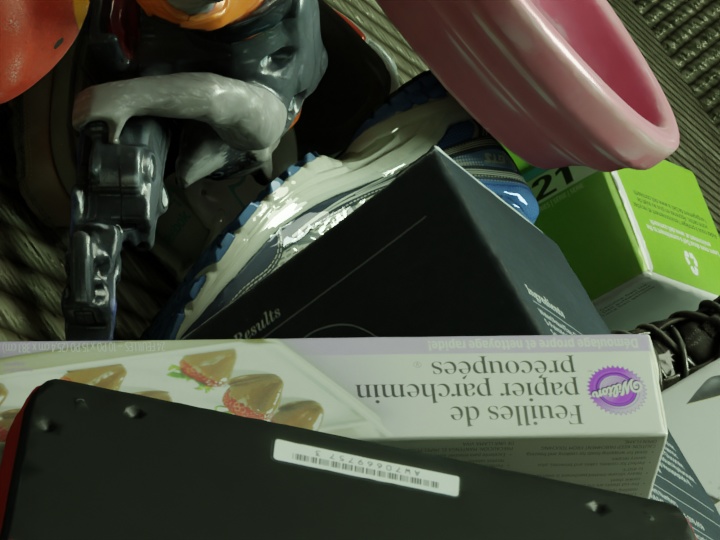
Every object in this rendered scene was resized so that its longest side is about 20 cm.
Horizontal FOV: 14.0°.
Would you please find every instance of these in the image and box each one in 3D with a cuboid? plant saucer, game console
[{"bbox_3d":[0.045,-0.113,1.139,0.201,0.051,0.201,47,15,-17],"label":"plant saucer"},{"bbox_3d":[-0.004,0.106,0.766,0.199,0.031,0.177,12,34,-5],"label":"game console"}]

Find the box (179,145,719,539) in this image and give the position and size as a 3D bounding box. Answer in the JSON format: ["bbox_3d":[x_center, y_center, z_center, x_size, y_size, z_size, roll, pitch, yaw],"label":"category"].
[{"bbox_3d":[0.031,0.091,0.968,0.107,0.148,0.201,33,25,-59],"label":"box"}]

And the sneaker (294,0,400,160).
[{"bbox_3d":[-0.072,-0.115,1.232,0.200,0.077,0.082,36,-8,16],"label":"sneaker"}]

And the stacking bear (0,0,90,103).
[{"bbox_3d":[-0.140,-0.130,1.025,0.201,0.113,0.122,-100,-169,-51],"label":"stacking bear"}]

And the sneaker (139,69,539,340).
[{"bbox_3d":[0.000,0.000,1.081,0.085,0.077,0.200,47,51,5],"label":"sneaker"}]

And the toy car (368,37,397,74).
[{"bbox_3d":[-0.043,-0.177,1.379,0.201,0.157,0.164,59,-11,-16],"label":"toy car"}]

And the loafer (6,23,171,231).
[{"bbox_3d":[-0.109,-0.082,1.124,0.072,0.063,0.201,58,25,-35],"label":"loafer"}]

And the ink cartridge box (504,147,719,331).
[{"bbox_3d":[0.054,0.004,1.271,0.200,0.147,0.076,14,51,-58],"label":"ink cartridge box"}]

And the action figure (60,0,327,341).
[{"bbox_3d":[-0.048,-0.073,1.010,0.194,0.104,0.201,96,-1,-66],"label":"action figure"}]

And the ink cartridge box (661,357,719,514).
[{"bbox_3d":[0.141,0.118,1.088,0.145,0.199,0.084,42,-27,43],"label":"ink cartridge box"}]

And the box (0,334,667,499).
[{"bbox_3d":[-0.011,0.046,0.866,0.042,0.199,0.039,97,-11,-50],"label":"box"}]

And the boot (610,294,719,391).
[{"bbox_3d":[0.141,0.023,1.183,0.069,0.173,0.200,61,5,20],"label":"boot"}]

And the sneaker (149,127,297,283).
[{"bbox_3d":[-0.045,0.000,1.150,0.080,0.070,0.201,10,41,-51],"label":"sneaker"}]
